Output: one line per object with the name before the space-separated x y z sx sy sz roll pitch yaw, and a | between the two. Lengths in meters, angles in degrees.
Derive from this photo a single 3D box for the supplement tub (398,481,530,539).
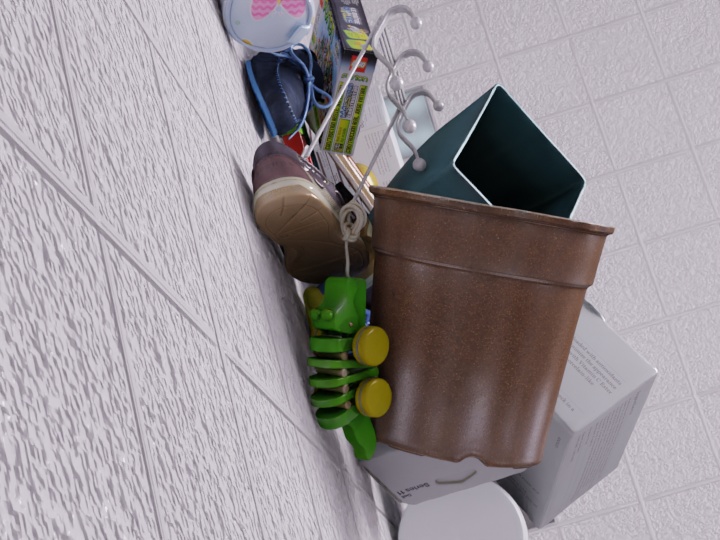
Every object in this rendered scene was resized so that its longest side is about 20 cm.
supplement tub | 0.111 0.284 1.435 0.200 0.131 0.133 62 11 -73

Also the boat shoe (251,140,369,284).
boat shoe | -0.041 -0.044 1.111 0.200 0.072 0.065 50 28 -66

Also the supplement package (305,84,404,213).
supplement package | 0.006 -0.106 1.741 0.156 0.110 0.201 -98 171 -65

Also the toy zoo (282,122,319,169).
toy zoo | -0.054 -0.092 1.488 0.131 0.020 0.201 -19 92 -87

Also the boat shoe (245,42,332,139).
boat shoe | -0.069 -0.187 1.317 0.200 0.068 0.085 -100 172 -64

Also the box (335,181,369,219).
box | 0.041 -0.001 1.591 0.200 0.036 0.143 48 3 -38

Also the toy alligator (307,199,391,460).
toy alligator | -0.017 0.049 1.047 0.054 0.059 0.201 -11 100 -44

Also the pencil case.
pencil case | -0.094 -0.288 1.279 0.091 0.083 0.201 41 25 -38

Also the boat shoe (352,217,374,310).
boat shoe | 0.000 0.000 1.316 0.065 0.073 0.200 53 4 -15

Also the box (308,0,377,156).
box | -0.022 -0.210 1.396 0.200 0.035 0.111 -103 -156 -58

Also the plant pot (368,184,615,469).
plant pot | 0.088 0.045 1.107 0.200 0.199 0.200 -30 130 -86

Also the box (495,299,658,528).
box | 0.184 0.127 1.466 0.199 0.130 0.201 45 -29 27

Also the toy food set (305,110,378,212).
toy food set | 0.003 -0.128 1.563 0.200 0.060 0.144 55 1 -22

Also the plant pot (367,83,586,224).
plant pot | 0.096 -0.057 1.405 0.141 0.200 0.142 45 45 -15

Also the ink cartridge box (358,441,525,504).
ink cartridge box | 0.082 0.102 1.299 0.083 0.146 0.201 45 35 -36

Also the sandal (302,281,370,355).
sandal | 0.004 0.058 1.208 0.200 0.087 0.080 59 16 -68

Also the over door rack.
over door rack | 0.008 -0.124 1.277 0.066 0.200 0.148 29 -18 25
